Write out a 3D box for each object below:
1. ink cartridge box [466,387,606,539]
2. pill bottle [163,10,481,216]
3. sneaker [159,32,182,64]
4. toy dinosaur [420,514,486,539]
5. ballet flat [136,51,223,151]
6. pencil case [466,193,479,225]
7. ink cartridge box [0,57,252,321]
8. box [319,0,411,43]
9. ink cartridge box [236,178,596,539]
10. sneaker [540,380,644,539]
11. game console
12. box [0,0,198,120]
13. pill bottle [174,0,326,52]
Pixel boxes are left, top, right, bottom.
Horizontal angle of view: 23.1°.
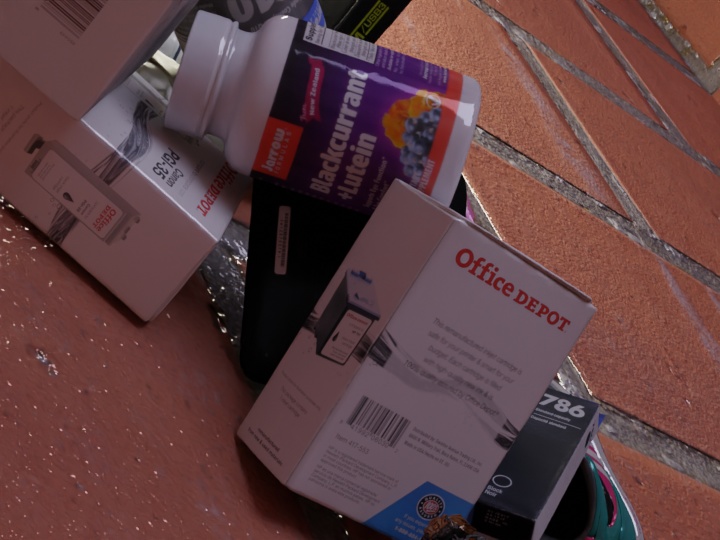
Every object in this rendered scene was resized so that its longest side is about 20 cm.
[{"bbox_3d":[0.112,0.127,1.299,0.099,0.040,0.200,17,31,16],"label":"ink cartridge box"},{"bbox_3d":[-0.027,-0.106,1.193,0.198,0.112,0.112,17,24,-5],"label":"pill bottle"},{"bbox_3d":[-0.151,-0.181,1.484,0.071,0.073,0.201,48,27,-19],"label":"sneaker"},{"bbox_3d":[0.110,0.241,1.135,0.199,0.103,0.136,32,10,-25],"label":"toy dinosaur"},{"bbox_3d":[-0.184,-0.151,1.352,0.200,0.070,0.069,44,18,22],"label":"ballet flat"},{"bbox_3d":[0.072,-0.023,1.495,0.202,0.086,0.083,68,13,7],"label":"pencil case"},{"bbox_3d":[-0.179,-0.080,1.192,0.200,0.083,0.147,42,19,-9],"label":"ink cartridge box"},{"bbox_3d":[-0.056,-0.220,1.509,0.047,0.194,0.200,30,17,-36],"label":"box"},{"bbox_3d":[0.038,0.065,1.148,0.146,0.201,0.086,30,2,-36],"label":"ink cartridge box"},{"bbox_3d":[0.142,0.149,1.395,0.201,0.083,0.121,58,14,29],"label":"sneaker"},{"bbox_3d":[0.000,0.000,1.289,0.174,0.116,0.202,5,74,-7],"label":"game console"},{"bbox_3d":[-0.159,-0.196,1.152,0.097,0.125,0.200,40,19,-6],"label":"box"},{"bbox_3d":[-0.091,-0.205,1.336,0.114,0.113,0.201,-105,174,-55],"label":"pill bottle"}]
